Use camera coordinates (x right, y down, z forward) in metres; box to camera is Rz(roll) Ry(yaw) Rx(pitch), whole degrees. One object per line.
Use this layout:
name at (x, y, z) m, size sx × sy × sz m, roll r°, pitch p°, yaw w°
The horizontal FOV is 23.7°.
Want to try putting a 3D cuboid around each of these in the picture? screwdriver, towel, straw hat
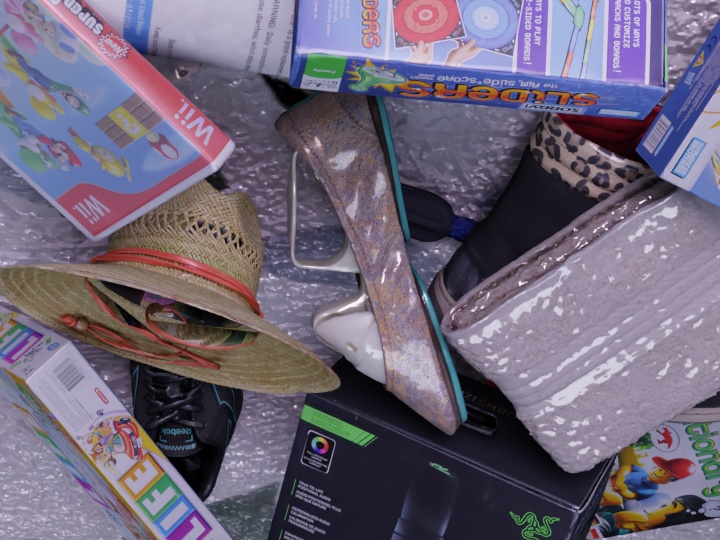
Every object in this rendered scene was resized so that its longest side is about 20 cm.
screwdriver at (0.083, -0.016, 0.958) m, size 0.199 × 0.028 × 0.029 m, roll 16°, pitch 167°, yaw -18°
towel at (0.155, 0.015, 0.862) m, size 0.200 × 0.035 × 0.133 m, roll -35°, pitch 123°, yaw 11°
straw hat at (-0.091, -0.005, 0.888) m, size 0.200 × 0.085 × 0.201 m, roll 16°, pitch 165°, yaw 4°

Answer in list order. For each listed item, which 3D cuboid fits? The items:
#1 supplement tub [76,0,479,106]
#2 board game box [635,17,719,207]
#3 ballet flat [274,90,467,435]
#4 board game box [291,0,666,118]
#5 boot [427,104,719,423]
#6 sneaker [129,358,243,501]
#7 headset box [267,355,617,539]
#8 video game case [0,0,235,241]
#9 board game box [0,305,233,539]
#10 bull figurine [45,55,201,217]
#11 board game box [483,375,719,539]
supplement tub at (-0.015, -0.145, 0.726) m, size 0.199 × 0.132 × 0.132 m, roll 9°, pitch 140°, yaw -8°
board game box at (0.234, -0.105, 0.772) m, size 0.135 × 0.034 × 0.200 m, roll 22°, pitch 110°, yaw -23°
ballet flat at (0.000, 0.000, 0.897) m, size 0.067 × 0.068 × 0.201 m, roll -17°, pitch 103°, yaw -6°
board game box at (0.047, -0.162, 0.642) m, size 0.135 × 0.201 × 0.034 m, roll 5°, pitch 166°, yaw -5°
boot at (0.152, -0.005, 0.912) m, size 0.199 × 0.073 × 0.151 m, roll 19°, pitch 127°, yaw -7°
sneaker at (-0.101, 0.060, 1.016) m, size 0.075 × 0.080 × 0.200 m, roll -1°, pitch 139°, yaw 4°
headset box at (0.042, 0.157, 1.024) m, size 0.174 × 0.093 × 0.201 m, roll 24°, pitch 118°, yaw 14°
video game case at (-0.157, -0.098, 0.727) m, size 0.200 × 0.017 × 0.143 m, roll 43°, pitch 152°, yaw -15°
board game box at (-0.146, 0.114, 1.013) m, size 0.200 × 0.034 × 0.134 m, roll 55°, pitch 162°, yaw -24°
bull figurine at (-0.170, -0.088, 0.844) m, size 0.199 × 0.065 × 0.122 m, roll 1°, pitch 122°, yaw 8°
board game box at (0.167, 0.100, 1.084) m, size 0.126 × 0.035 × 0.200 m, roll -14°, pitch 137°, yaw 17°
